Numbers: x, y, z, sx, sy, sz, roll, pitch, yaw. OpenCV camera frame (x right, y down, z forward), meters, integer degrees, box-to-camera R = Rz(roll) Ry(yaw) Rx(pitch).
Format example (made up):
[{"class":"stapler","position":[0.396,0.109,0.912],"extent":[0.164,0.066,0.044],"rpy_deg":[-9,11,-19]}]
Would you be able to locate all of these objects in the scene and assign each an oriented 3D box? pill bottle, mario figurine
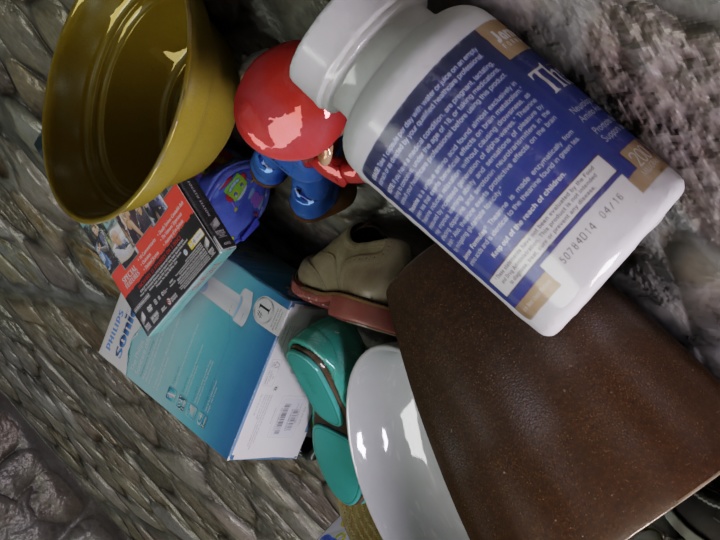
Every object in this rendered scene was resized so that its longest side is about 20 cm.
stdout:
[{"class":"pill bottle","position":[0.062,-0.069,0.678],"extent":[0.200,0.111,0.111],"rpy_deg":[42,157,8]},{"class":"mario figurine","position":[-0.024,-0.102,0.847],"extent":[0.123,0.106,0.200],"rpy_deg":[8,166,-3]}]

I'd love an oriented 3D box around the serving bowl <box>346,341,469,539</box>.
[{"class":"serving bowl","position":[0.066,0.142,0.932],"extent":[0.200,0.066,0.200],"rpy_deg":[39,138,47]}]

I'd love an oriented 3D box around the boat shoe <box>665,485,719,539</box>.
[{"class":"boat shoe","position":[0.265,0.168,0.787],"extent":[0.072,0.061,0.201],"rpy_deg":[16,-173,-27]}]

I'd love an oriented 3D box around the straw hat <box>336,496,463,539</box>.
[{"class":"straw hat","position":[0.063,0.172,1.090],"extent":[0.201,0.085,0.201],"rpy_deg":[-9,79,57]}]

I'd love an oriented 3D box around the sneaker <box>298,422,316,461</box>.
[{"class":"sneaker","position":[-0.043,0.108,1.176],"extent":[0.074,0.085,0.200],"rpy_deg":[27,150,35]}]

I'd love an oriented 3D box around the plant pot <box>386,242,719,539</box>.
[{"class":"plant pot","position":[0.108,0.068,0.773],"extent":[0.200,0.187,0.187],"rpy_deg":[56,159,13]}]

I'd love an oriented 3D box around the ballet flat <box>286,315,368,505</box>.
[{"class":"ballet flat","position":[-0.006,0.113,1.048],"extent":[0.067,0.070,0.200],"rpy_deg":[27,145,36]}]

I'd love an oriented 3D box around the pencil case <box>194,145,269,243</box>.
[{"class":"pencil case","position":[-0.160,-0.083,1.069],"extent":[0.200,0.078,0.087],"rpy_deg":[29,154,35]}]

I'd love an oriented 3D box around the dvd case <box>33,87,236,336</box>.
[{"class":"dvd case","position":[-0.187,-0.064,1.028],"extent":[0.200,0.022,0.146],"rpy_deg":[56,136,11]}]

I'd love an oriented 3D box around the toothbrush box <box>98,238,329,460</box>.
[{"class":"toothbrush box","position":[-0.120,0.053,1.100],"extent":[0.200,0.146,0.085],"rpy_deg":[30,-166,38]}]

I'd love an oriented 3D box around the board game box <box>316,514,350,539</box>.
[{"class":"board game box","position":[0.058,0.278,1.140],"extent":[0.196,0.200,0.056],"rpy_deg":[26,148,37]}]

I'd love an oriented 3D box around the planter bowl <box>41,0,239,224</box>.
[{"class":"planter bowl","position":[-0.145,-0.125,0.914],"extent":[0.083,0.200,0.200],"rpy_deg":[11,-177,-41]}]

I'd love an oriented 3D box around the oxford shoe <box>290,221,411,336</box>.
[{"class":"oxford shoe","position":[0.000,0.000,0.973],"extent":[0.070,0.075,0.200],"rpy_deg":[17,-179,-21]}]

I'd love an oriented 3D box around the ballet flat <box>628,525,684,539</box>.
[{"class":"ballet flat","position":[0.215,0.208,0.895],"extent":[0.064,0.076,0.200],"rpy_deg":[48,176,12]}]
